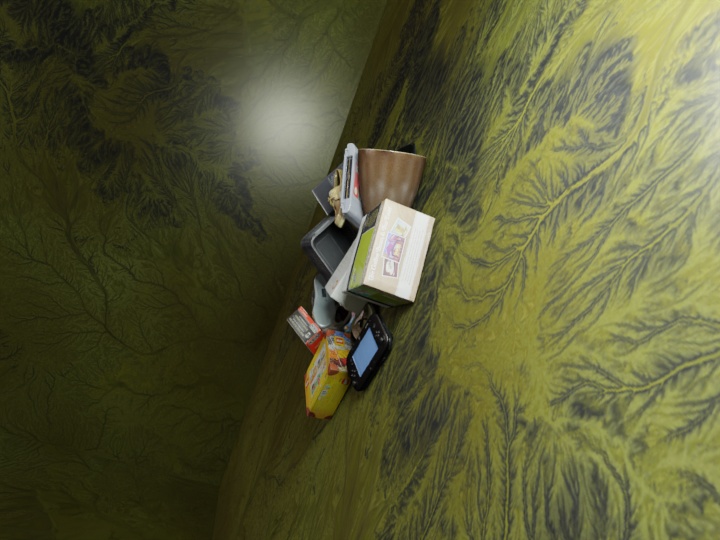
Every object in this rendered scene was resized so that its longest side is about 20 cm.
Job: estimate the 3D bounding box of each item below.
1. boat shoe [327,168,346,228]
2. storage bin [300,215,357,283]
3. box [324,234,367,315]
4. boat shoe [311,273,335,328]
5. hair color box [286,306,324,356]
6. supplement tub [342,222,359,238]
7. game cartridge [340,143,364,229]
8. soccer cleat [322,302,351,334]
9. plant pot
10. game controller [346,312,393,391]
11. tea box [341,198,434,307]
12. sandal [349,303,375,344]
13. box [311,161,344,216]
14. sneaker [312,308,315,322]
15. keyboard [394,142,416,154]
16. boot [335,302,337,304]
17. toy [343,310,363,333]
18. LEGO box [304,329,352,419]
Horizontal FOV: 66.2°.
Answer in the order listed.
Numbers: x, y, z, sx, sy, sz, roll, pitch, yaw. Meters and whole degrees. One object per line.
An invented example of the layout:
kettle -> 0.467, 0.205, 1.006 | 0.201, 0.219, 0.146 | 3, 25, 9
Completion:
boat shoe -> -0.059, -0.205, 1.552 | 0.074, 0.065, 0.203 | 123, 160, -46
storage bin -> -0.064, -0.046, 1.614 | 0.135, 0.202, 0.093 | -42, 19, -20
box -> 0.000, 0.000, 1.504 | 0.202, 0.096, 0.124 | -57, 14, 2
boat shoe -> -0.117, 0.114, 1.714 | 0.092, 0.069, 0.203 | 104, 166, -46
hair color box -> -0.144, 0.197, 1.646 | 0.061, 0.102, 0.201 | -39, -26, -9
supplement tub -> 0.009, -0.160, 1.672 | 0.200, 0.142, 0.148 | 145, 142, -68
game cartridge -> -0.006, -0.226, 1.511 | 0.133, 0.040, 0.205 | 38, -128, -60
soccer cleat -> -0.081, 0.172, 1.725 | 0.203, 0.069, 0.086 | -65, -9, 20
plant pot -> 0.072, -0.205, 1.462 | 0.187, 0.182, 0.206 | -140, 56, -76
game controller -> 0.017, 0.197, 1.329 | 0.105, 0.041, 0.202 | 57, 134, 34
tea box -> 0.061, -0.032, 1.307 | 0.196, 0.131, 0.205 | 155, 132, -73
sandal -> -0.001, 0.180, 1.441 | 0.080, 0.056, 0.206 | 141, 145, -66
box -> -0.032, -0.267, 1.785 | 0.199, 0.108, 0.148 | -39, -16, 12
sneaker -> -0.109, 0.108, 1.862 | 0.077, 0.077, 0.203 | -46, 28, 42
keyboard -> 0.085, -0.292, 1.631 | 0.197, 0.039, 0.106 | -21, 52, 33
boot -> -0.037, 0.002, 1.776 | 0.159, 0.077, 0.215 | -80, 4, -58
toy -> -0.014, 0.101, 1.627 | 0.115, 0.046, 0.205 | -159, 87, -75
LEGO box -> -0.090, 0.296, 1.568 | 0.151, 0.075, 0.202 | -102, 31, -51
